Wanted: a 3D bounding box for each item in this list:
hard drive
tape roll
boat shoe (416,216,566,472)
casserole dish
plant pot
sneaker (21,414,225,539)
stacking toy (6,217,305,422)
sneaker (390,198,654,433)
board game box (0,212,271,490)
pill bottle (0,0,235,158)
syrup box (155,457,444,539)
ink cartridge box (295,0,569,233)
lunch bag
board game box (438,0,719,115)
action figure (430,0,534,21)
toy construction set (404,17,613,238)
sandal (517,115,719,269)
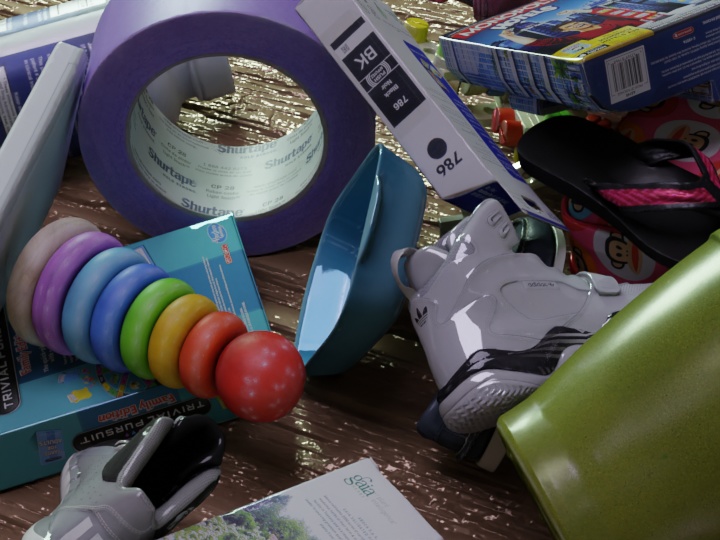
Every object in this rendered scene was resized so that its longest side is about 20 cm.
[{"bbox_3d":[-0.225,-0.036,1.397,0.026,0.132,0.201,18,44,-1],"label":"hard drive"},{"bbox_3d":[-0.087,-0.113,1.467,0.198,0.201,0.085,-7,39,8],"label":"tape roll"},{"bbox_3d":[0.078,0.035,1.335,0.061,0.075,0.201,23,51,-5],"label":"boat shoe"},{"bbox_3d":[0.000,0.000,1.336,0.038,0.200,0.122,15,71,-8],"label":"casserole dish"},{"bbox_3d":[0.183,0.091,1.163,0.192,0.201,0.201,-29,39,-1],"label":"plant pot"},{"bbox_3d":[-0.116,0.119,1.228,0.115,0.075,0.200,-41,8,12],"label":"sneaker"},{"bbox_3d":[-0.119,0.040,1.323,0.199,0.086,0.085,25,52,30],"label":"stacking toy"},{"bbox_3d":[0.109,0.013,1.264,0.199,0.075,0.116,-19,75,-34],"label":"sneaker"},{"bbox_3d":[-0.158,0.051,1.412,0.198,0.047,0.151,-17,39,-4],"label":"board game box"},{"bbox_3d":[-0.198,-0.145,1.611,0.198,0.112,0.111,-15,38,-2],"label":"pill bottle"},{"bbox_3d":[-0.057,0.181,1.162,0.199,0.082,0.079,-18,42,-28],"label":"syrup box"},{"bbox_3d":[0.045,-0.092,1.346,0.039,0.099,0.200,-42,70,12],"label":"ink cartridge box"},{"bbox_3d":[0.241,-0.051,1.387,0.175,0.082,0.200,17,47,32],"label":"lunch bag"},{"bbox_3d":[0.162,-0.149,1.415,0.199,0.062,0.199,-22,21,-28],"label":"board game box"},{"bbox_3d":[0.144,-0.196,1.586,0.198,0.134,0.150,-2,56,9],"label":"action figure"},{"bbox_3d":[0.096,-0.094,1.477,0.130,0.093,0.201,6,44,-14],"label":"toy construction set"},{"bbox_3d":[0.175,-0.053,1.313,0.199,0.045,0.075,30,52,33],"label":"sandal"}]
